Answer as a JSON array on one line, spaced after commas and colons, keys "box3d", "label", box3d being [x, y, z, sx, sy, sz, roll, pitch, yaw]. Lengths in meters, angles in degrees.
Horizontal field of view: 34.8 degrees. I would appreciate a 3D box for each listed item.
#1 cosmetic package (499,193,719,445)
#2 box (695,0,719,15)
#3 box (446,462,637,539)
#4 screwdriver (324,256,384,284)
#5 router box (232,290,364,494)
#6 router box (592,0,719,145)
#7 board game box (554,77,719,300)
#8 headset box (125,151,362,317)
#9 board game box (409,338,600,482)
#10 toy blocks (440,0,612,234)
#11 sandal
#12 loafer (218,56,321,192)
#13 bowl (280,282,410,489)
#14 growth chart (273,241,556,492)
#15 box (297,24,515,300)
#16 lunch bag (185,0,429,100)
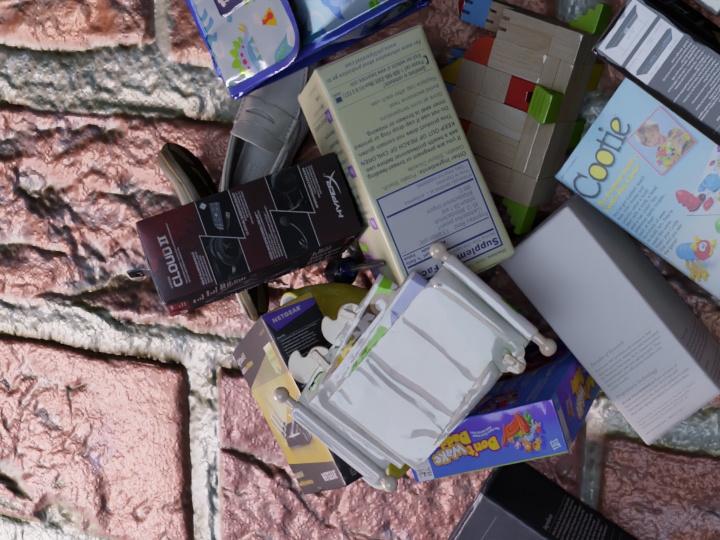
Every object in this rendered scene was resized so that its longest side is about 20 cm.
[{"box3d": [0.222, 0.034, 0.996, 0.085, 0.107, 0.201, -42, 84, 25], "label": "cosmetic package"}, {"box3d": [0.314, -0.301, 0.885, 0.078, 0.095, 0.201, 40, 112, 8], "label": "box"}, {"box3d": [0.172, 0.297, 1.081, 0.199, 0.104, 0.149, 34, 113, 11], "label": "box"}, {"box3d": [0.000, 0.000, 1.043, 0.029, 0.200, 0.028, 27, 82, -15], "label": "screwdriver"}, {"box3d": [-0.048, 0.117, 1.039, 0.052, 0.200, 0.159, -26, 84, -18], "label": "router box"}, {"box3d": [0.268, -0.147, 0.874, 0.157, 0.200, 0.052, 39, 113, 9], "label": "router box"}, {"box3d": [0.278, -0.066, 0.951, 0.199, 0.103, 0.105, 38, 113, 8], "label": "board game box"}, {"box3d": [-0.109, -0.024, 1.017, 0.198, 0.149, 0.078, -19, 86, -8], "label": "headset box"}, {"box3d": [0.130, 0.114, 1.000, 0.133, 0.200, 0.045, -16, 97, 24], "label": "board game box"}, {"box3d": [0.121, -0.153, 1.007, 0.136, 0.100, 0.202, 25, 111, 26], "label": "toy blocks"}, {"box3d": [-0.151, -0.033, 1.139, 0.054, 0.080, 0.201, -34, 83, 14], "label": "sandal"}, {"box3d": [-0.088, -0.133, 1.095, 0.069, 0.070, 0.202, 21, 110, 15], "label": "loafer"}, {"box3d": [0.017, 0.090, 1.076, 0.107, 0.200, 0.202, -26, 93, -17], "label": "bowl"}, {"box3d": [0.035, 0.075, 0.905, 0.145, 0.018, 0.200, 46, 104, 3], "label": "growth chart"}, {"box3d": [0.033, -0.087, 0.990, 0.096, 0.176, 0.202, -23, 94, -7], "label": "box"}, {"box3d": [-0.063, -0.268, 1.007, 0.198, 0.127, 0.172, -24, 93, 12], "label": "lunch bag"}]
